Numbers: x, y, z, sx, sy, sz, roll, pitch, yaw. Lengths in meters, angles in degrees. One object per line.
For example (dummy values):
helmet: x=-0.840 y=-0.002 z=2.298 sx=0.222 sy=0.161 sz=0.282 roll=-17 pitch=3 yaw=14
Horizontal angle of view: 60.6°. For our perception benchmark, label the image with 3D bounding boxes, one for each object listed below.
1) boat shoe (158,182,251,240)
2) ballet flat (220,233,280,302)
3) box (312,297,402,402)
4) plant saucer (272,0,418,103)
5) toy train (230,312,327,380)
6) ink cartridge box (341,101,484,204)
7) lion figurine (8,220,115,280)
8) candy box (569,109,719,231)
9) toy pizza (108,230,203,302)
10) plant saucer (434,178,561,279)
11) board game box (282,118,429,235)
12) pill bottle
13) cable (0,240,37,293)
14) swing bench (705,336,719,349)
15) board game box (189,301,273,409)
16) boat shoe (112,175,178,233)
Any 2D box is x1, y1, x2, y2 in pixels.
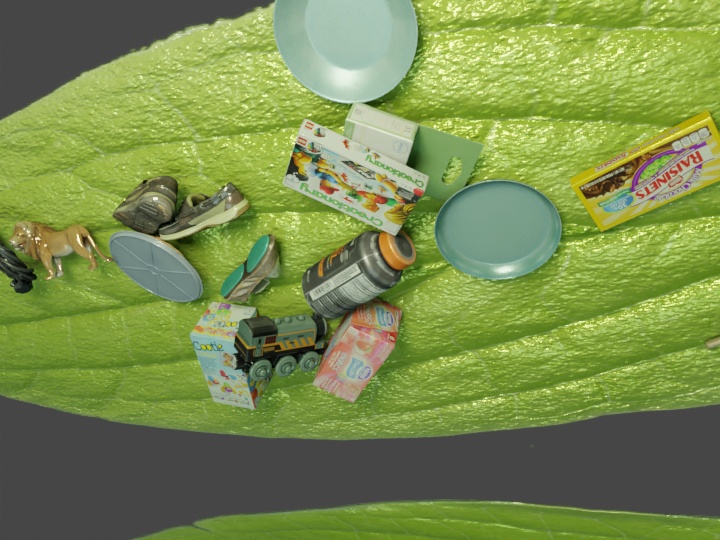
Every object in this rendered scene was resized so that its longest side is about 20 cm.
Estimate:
boat shoe: x=-0.282 y=-0.106 z=1.083 sx=0.199 sy=0.073 sz=0.065 roll=-16 pitch=110 yaw=25
ballet flat: x=-0.190 y=-0.001 z=1.152 sx=0.067 sy=0.068 sz=0.200 roll=21 pitch=140 yaw=-29
box: x=-0.007 y=0.151 z=1.193 sx=0.094 sy=0.103 sz=0.200 roll=25 pitch=130 yaw=-6
plant saucer: x=-0.018 y=-0.329 z=0.838 sx=0.200 sy=0.039 sz=0.202 roll=8 pitch=131 yaw=9
toy train: x=-0.152 y=0.140 z=1.185 sx=0.199 sy=0.085 sz=0.115 roll=-5 pitch=120 yaw=-34
ink cartridge box: x=0.066 y=-0.159 z=0.930 sx=0.199 sy=0.048 sz=0.146 roll=20 pitch=147 yaw=1
lion figurine: x=-0.581 y=-0.052 z=1.205 sx=0.199 sy=0.072 sz=0.123 roll=-11 pitch=98 yaw=11
candy box: x=0.418 y=-0.137 z=0.888 sx=0.199 sy=0.026 sz=0.102 roll=-27 pitch=121 yaw=32
toy pizza: x=-0.390 y=-0.011 z=1.190 sx=0.199 sy=0.032 sz=0.201 roll=17 pitch=144 yaw=12
plant saucer: x=0.219 y=-0.068 z=0.993 sx=0.199 sy=0.028 sz=0.201 roll=6 pitch=133 yaw=6
board game box: x=-0.011 y=-0.136 z=0.928 sx=0.199 sy=0.035 sz=0.126 roll=24 pitch=148 yaw=-5
pill bottle: x=0.000 y=0.000 z=1.063 sx=0.200 sy=0.106 sz=0.106 roll=-31 pitch=116 yaw=33
cable: x=-0.709 y=-0.035 z=1.225 sx=0.164 sy=0.051 sz=0.200 roll=55 pitch=154 yaw=-3
swing bench: x=0.677 y=0.157 z=0.947 sx=0.129 sy=0.199 sz=0.200 roll=29 pitch=131 yaw=-10
board game box: x=-0.262 y=0.177 z=1.280 sx=0.104 sy=0.103 sz=0.201 roll=7 pitch=131 yaw=16
boat shoe: x=-0.372 y=-0.118 z=1.091 sx=0.199 sy=0.074 sz=0.074 roll=-8 pitch=143 yaw=47
